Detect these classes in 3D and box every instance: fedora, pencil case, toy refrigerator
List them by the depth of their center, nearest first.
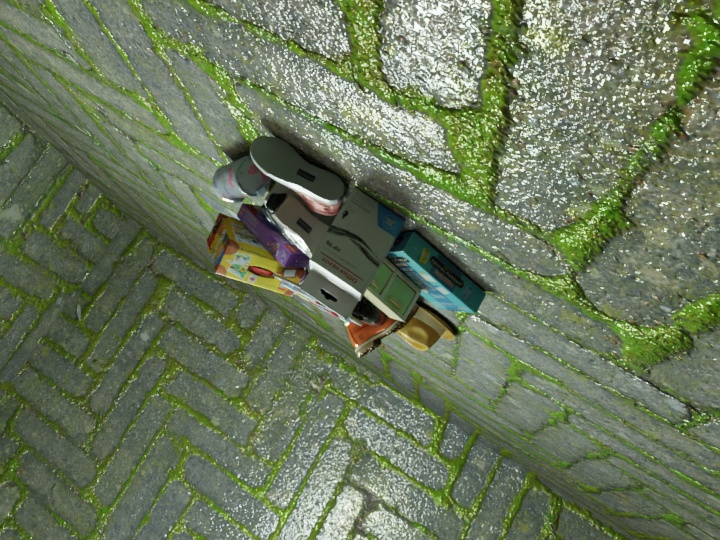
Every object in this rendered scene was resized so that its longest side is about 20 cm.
[{"bbox_3d":[0.028,0.012,1.239,0.199,0.077,0.069,41,165,-27],"label":"toy refrigerator"},{"bbox_3d":[-0.266,-0.198,1.377,0.198,0.081,0.094,2,108,62],"label":"pencil case"},{"bbox_3d":[0.148,0.151,1.612,0.197,0.083,0.201,31,166,8],"label":"fedora"}]

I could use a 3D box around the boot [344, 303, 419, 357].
[{"bbox_3d":[0.049,0.116,1.538,0.109,0.197,0.075,59,-167,17],"label":"boot"}]

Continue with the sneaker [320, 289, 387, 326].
[{"bbox_3d":[-0.027,0.050,1.296,0.200,0.071,0.098,43,-167,-1],"label":"sneaker"}]

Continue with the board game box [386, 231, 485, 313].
[{"bbox_3d":[0.133,0.005,1.230,0.198,0.048,0.150,39,166,-18],"label":"board game box"}]

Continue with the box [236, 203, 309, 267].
[{"bbox_3d":[-0.183,-0.082,1.455,0.200,0.040,0.135,44,-157,29],"label":"box"}]

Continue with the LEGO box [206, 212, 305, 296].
[{"bbox_3d":[-0.243,-0.036,1.436,0.196,0.078,0.150,20,-157,-32],"label":"LEGO box"}]

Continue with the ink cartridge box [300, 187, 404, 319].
[{"bbox_3d":[-0.017,-0.030,1.133,0.114,0.203,0.068,30,167,4],"label":"ink cartridge box"}]

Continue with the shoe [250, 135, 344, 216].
[{"bbox_3d":[-0.119,-0.171,1.166,0.196,0.073,0.091,29,163,4],"label":"shoe"}]

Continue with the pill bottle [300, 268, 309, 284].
[{"bbox_3d":[-0.203,-0.012,1.812,0.109,0.113,0.201,29,166,12],"label":"pill bottle"}]

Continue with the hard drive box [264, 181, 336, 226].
[{"bbox_3d":[-0.104,-0.104,1.350,0.197,0.078,0.156,33,166,4],"label":"hard drive box"}]

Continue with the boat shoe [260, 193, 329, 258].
[{"bbox_3d":[-0.114,-0.081,1.240,0.201,0.075,0.092,49,167,-29],"label":"boat shoe"}]

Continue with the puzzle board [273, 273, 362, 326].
[{"bbox_3d":[-0.096,0.065,1.344,0.149,0.018,0.198,34,171,-30],"label":"puzzle board"}]
